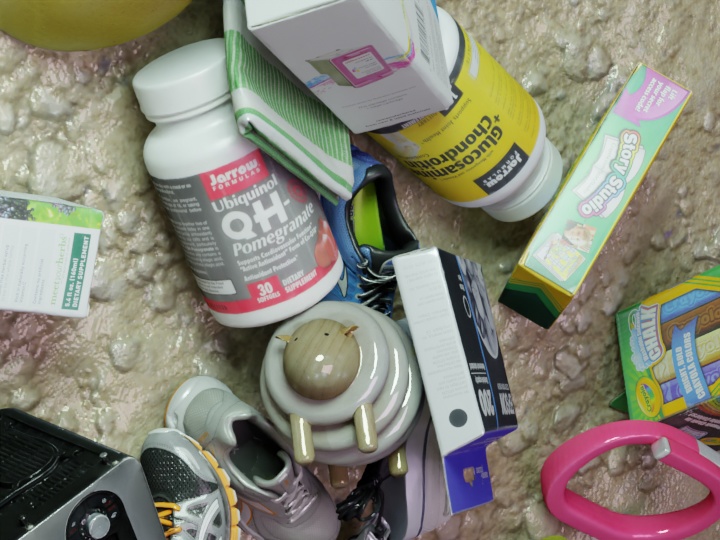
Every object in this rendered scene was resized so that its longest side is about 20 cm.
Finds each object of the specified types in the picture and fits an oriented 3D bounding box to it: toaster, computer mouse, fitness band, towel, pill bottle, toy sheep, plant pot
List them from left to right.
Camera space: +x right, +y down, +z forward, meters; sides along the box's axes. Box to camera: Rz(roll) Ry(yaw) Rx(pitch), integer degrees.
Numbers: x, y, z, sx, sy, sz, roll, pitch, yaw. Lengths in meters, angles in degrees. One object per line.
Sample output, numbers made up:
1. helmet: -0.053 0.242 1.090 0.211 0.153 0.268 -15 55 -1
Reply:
1. toaster: -0.258 0.194 1.153 0.181 0.200 0.119 -37 122 -33
2. plant pot: -0.166 -0.243 1.136 0.200 0.142 0.200 -9 106 -34
3. pill bottle: -0.095 -0.067 1.247 0.111 0.111 0.200 -34 117 -25
4. towel: -0.053 -0.164 1.227 0.153 0.023 0.200 34 46 -52
5. toy sheep: -0.011 0.092 1.285 0.138 0.138 0.200 -58 160 -10
6. computer mouse: -0.002 0.243 1.402 0.110 0.044 0.200 -65 162 -60
7. pill bottle: 0.080 -0.120 1.354 0.200 0.112 0.112 37 79 -43
8. fitness band: 0.258 0.203 1.556 0.144 0.037 0.200 -36 133 28

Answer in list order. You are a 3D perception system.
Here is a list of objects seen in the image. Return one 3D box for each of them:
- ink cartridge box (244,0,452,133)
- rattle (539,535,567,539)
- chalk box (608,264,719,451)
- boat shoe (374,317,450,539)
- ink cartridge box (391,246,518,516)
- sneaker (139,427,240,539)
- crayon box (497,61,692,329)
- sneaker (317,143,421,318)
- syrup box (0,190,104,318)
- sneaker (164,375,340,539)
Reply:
1. ink cartridge box: -0.012 -0.205 1.182 0.200 0.085 0.145 41 38 -64
2. rattle: 0.147 0.346 1.545 0.143 0.130 0.200 -21 139 -19
3. chalk box: 0.323 0.088 1.555 0.125 0.200 0.124 19 57 -39
4. boat shoe: 0.063 0.132 1.429 0.086 0.075 0.202 -11 109 -33
5. ink cartridge box: 0.084 0.087 1.319 0.198 0.043 0.200 15 63 -76
6. sneaker: -0.140 0.220 1.276 0.077 0.078 0.200 -10 89 -51
7. crayon box: 0.196 -0.059 1.425 0.058 0.173 0.200 30 80 6
8. sneaker: 0.000 0.000 1.344 0.079 0.089 0.200 -18 113 -31
9. syrup box: -0.286 -0.019 1.141 0.200 0.081 0.079 7 96 -38
10. sneaker: -0.072 0.169 1.330 0.076 0.092 0.200 -52 125 -14
